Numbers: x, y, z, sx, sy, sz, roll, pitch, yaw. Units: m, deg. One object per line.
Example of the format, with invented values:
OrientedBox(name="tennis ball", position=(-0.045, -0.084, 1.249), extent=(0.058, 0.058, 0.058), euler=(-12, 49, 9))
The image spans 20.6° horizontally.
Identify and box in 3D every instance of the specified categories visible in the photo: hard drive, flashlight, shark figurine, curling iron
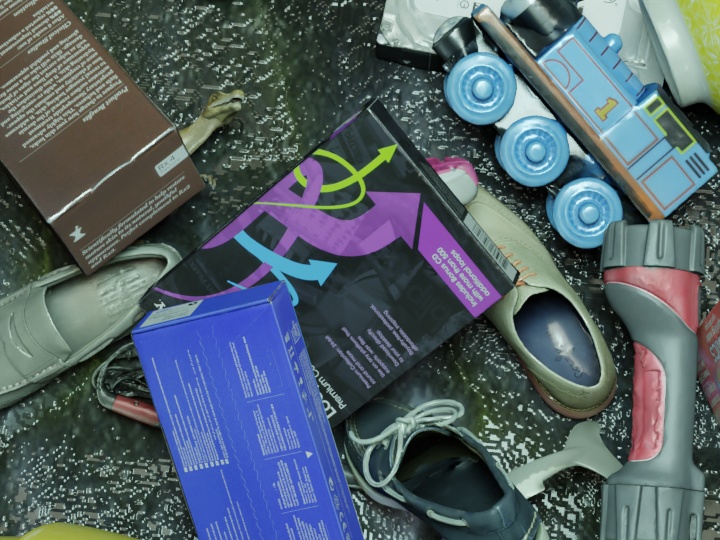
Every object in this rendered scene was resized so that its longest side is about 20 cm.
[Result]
OrientedBox(name="hard drive", position=(0.120, -0.195, 1.361), extent=(0.198, 0.038, 0.141), euler=(13, 77, 2))
OrientedBox(name="flashlight", position=(0.177, 0.072, 1.227), extent=(0.068, 0.067, 0.202), euler=(11, 80, -33))
OrientedBox(name="shark figurine", position=(0.074, 0.172, 1.255), extent=(0.128, 0.089, 0.216), euler=(32, 85, -27))
OrientedBox(name="curling iron", position=(-0.083, 0.100, 1.293), extent=(0.199, 0.026, 0.050), euler=(24, 80, 5))

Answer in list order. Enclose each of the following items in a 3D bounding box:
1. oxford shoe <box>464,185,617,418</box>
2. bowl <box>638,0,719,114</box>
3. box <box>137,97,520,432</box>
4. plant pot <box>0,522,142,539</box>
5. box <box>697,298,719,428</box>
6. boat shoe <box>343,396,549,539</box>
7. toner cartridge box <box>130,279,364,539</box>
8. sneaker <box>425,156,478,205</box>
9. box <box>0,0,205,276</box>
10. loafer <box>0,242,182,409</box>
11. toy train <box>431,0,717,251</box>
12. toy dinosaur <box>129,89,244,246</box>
OrientedBox(name="oxford shoe", position=(0.101, 0.005, 1.292), extent=(0.071, 0.074, 0.200), euler=(-40, 79, -7))
OrientedBox(name="bowl", position=(0.243, -0.162, 1.279), extent=(0.107, 0.200, 0.202), euler=(-22, 77, 6))
OrientedBox(name="box", position=(-0.022, 0.011, 1.230), extent=(0.200, 0.036, 0.143), euler=(-39, 96, 19))
OrientedBox(name="plant pot", position=(-0.231, 0.242, 1.183), extent=(0.187, 0.201, 0.203), euler=(10, 76, 18))
OrientedBox(name="box", position=(0.275, 0.051, 1.216), extent=(0.102, 0.200, 0.095), euler=(-21, 77, -6))
OrientedBox(name="boat shoe", position=(0.042, 0.121, 1.215), extent=(0.075, 0.062, 0.200), euler=(-31, 34, -10))
OrientedBox(name="toner cartridge box", position=(-0.065, 0.114, 1.226), extent=(0.094, 0.043, 0.202), euler=(-12, 104, 16))
OrientedBox(name="sneaker", position=(0.000, 0.000, 1.285), extent=(0.199, 0.081, 0.089), euler=(-34, 98, 15))
OrientedBox(name="box", position=(-0.198, -0.103, 1.284), extent=(0.100, 0.075, 0.200), euler=(-37, 55, -8))
OrientedBox(name="loafer", position=(-0.206, 0.035, 1.287), extent=(0.199, 0.070, 0.070), euler=(-29, 78, -7))
OrientedBox(name="toy train", position=(0.138, -0.102, 1.294), extent=(0.114, 0.087, 0.200), euler=(-41, 94, 5))
OrientedBox(name="toy dinosaur", position=(-0.166, -0.067, 1.330), extent=(0.198, 0.058, 0.102), euler=(-10, 59, 11))
